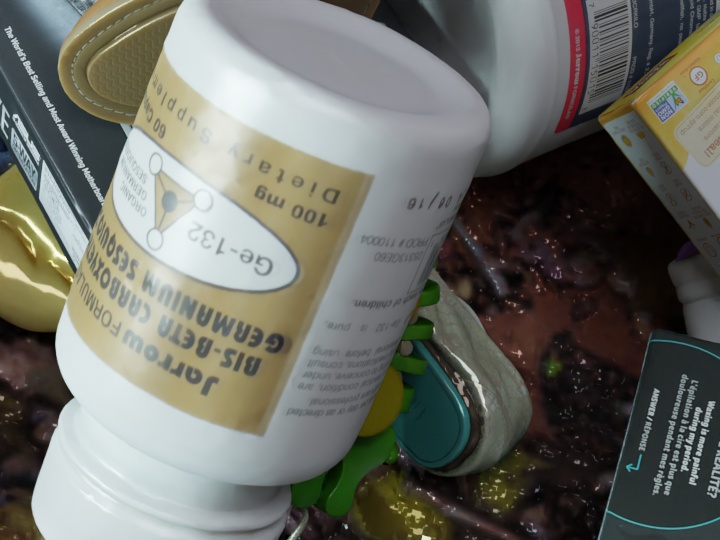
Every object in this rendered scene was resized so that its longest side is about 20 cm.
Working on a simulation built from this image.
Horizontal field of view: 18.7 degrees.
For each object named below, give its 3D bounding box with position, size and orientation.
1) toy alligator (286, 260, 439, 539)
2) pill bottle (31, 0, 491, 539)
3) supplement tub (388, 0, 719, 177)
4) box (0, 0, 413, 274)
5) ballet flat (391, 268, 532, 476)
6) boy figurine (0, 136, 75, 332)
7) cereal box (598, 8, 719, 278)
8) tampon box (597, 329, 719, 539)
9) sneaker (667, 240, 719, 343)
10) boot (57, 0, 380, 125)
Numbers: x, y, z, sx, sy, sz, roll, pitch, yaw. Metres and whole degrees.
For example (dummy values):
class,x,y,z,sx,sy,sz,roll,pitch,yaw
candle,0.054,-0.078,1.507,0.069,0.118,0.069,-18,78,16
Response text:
class,x,y,z,sx,sy,sz,roll,pitch,yaw
toy alligator,-0.002,0.051,0.848,0.054,0.059,0.200,4,100,-32
pill bottle,-0.042,0.012,0.763,0.114,0.200,0.114,20,21,-8
supplement tub,0.097,-0.132,0.937,0.200,0.140,0.140,-23,71,-33
box,-0.081,-0.106,0.873,0.158,0.050,0.200,-22,68,-22
ballet flat,0.000,0.000,0.912,0.062,0.067,0.200,-19,71,-51
boy figurine,-0.118,-0.023,0.884,0.124,0.064,0.200,-26,69,-26
cereal box,0.210,-0.029,0.888,0.144,0.040,0.200,-42,97,-19
tampon box,0.184,0.136,0.814,0.200,0.126,0.150,14,59,10
sneaker,0.227,0.023,0.948,0.200,0.075,0.100,-6,83,-19
boot,-0.036,-0.150,0.833,0.200,0.077,0.155,-31,48,8
